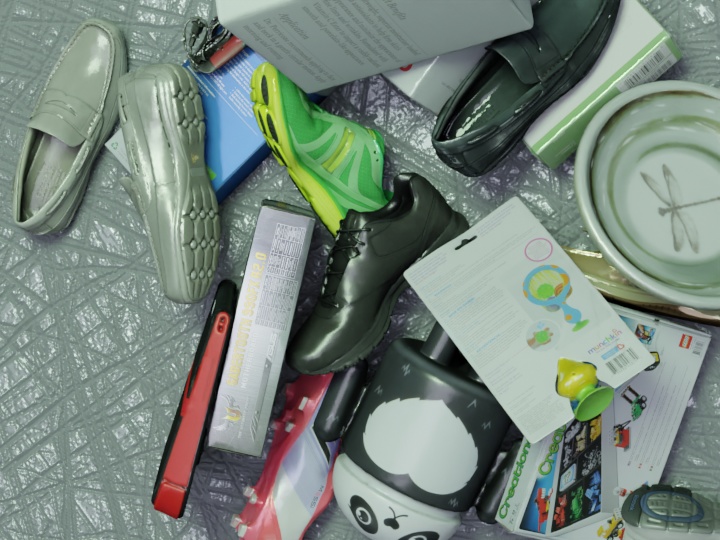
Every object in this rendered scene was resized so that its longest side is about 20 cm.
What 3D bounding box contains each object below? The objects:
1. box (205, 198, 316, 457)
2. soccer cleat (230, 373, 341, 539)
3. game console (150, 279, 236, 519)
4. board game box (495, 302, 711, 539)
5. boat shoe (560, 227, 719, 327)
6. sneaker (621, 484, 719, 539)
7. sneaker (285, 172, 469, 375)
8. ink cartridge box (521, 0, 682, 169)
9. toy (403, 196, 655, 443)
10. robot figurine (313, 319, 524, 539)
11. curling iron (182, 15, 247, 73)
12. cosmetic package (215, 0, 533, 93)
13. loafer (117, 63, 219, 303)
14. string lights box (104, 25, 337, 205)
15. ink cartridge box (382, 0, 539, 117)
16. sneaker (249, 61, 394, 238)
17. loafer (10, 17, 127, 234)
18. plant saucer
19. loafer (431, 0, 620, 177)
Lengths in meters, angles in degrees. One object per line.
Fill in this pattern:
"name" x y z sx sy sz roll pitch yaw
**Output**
"box" -0.083 0.044 1.388 0.048 0.158 0.201 13 94 -3
"soccer cleat" -0.044 0.160 1.447 0.076 0.067 0.201 24 92 -21
"game console" -0.133 0.104 1.388 0.031 0.200 0.178 19 95 -6
"board game box" 0.201 0.129 1.364 0.126 0.035 0.201 16 97 -27
"boat shoe" 0.244 0.003 1.369 0.199 0.073 0.063 13 87 0
"sneaker" 0.309 0.234 1.367 0.199 0.075 0.088 10 119 4
"sneaker" 0.000 0.000 1.378 0.200 0.076 0.091 -49 124 -18
"ink cartridge box" 0.152 -0.205 1.389 0.145 0.048 0.200 -42 61 11
"toy" 0.133 0.044 1.315 0.115 0.047 0.200 -33 50 -4
"robot figurine" 0.056 0.135 1.383 0.150 0.124 0.201 32 100 42
"curling iron" -0.070 -0.230 1.376 0.199 0.026 0.050 -33 82 18
"cosmetic package" 0.006 -0.257 1.247 0.199 0.165 0.166 -14 72 18
"loafer" -0.164 -0.071 1.390 0.069 0.070 0.201 -7 88 26
"string lights box" -0.114 -0.142 1.442 0.200 0.059 0.103 -43 84 11
"ink cartridge box" 0.073 -0.246 1.363 0.145 0.085 0.200 44 103 30
"sneaker" -0.028 -0.106 1.391 0.083 0.074 0.200 -37 127 -4
"loafer" -0.260 -0.127 1.469 0.070 0.070 0.201 18 96 11
"plant saucer" 0.261 -0.054 1.327 0.199 0.050 0.201 4 66 -10
"loafer" 0.132 -0.162 1.321 0.201 0.070 0.068 -50 60 5
